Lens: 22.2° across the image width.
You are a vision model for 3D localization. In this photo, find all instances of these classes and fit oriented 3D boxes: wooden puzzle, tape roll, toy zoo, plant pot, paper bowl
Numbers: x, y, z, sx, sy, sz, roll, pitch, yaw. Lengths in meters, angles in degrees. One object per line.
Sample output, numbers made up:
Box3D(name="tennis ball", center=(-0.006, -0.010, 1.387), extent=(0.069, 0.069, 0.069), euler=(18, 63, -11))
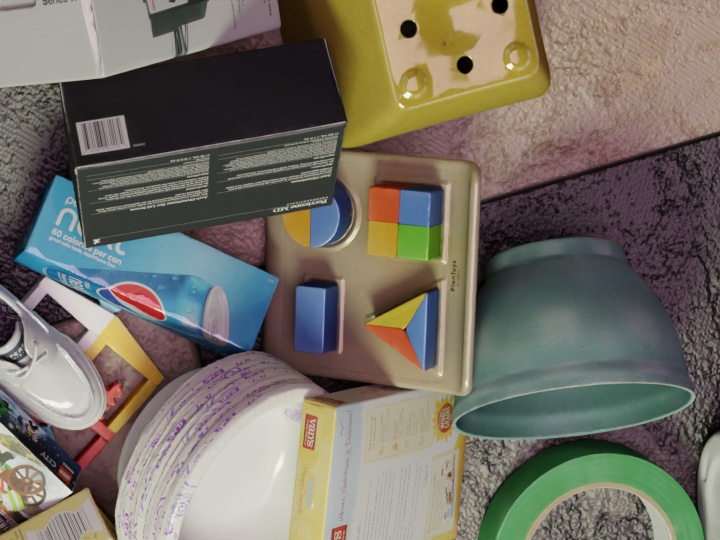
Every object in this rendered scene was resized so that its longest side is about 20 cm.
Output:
Box3D(name="wooden puzzle", center=(0.000, 0.000, 1.462), extent=(0.198, 0.046, 0.187), euler=(7, 101, 28))
Box3D(name="tape roll", center=(0.202, 0.252, 1.611), extent=(0.198, 0.048, 0.203), euler=(-2, 100, -12))
Box3D(name="toy zoo", center=(-0.253, 0.097, 1.496), extent=(0.131, 0.020, 0.200), euler=(42, 89, -15))
Box3D(name="plant pot", center=(0.046, -0.201, 1.419), extent=(0.194, 0.200, 0.196), euler=(-15, 103, -9))
Box3D(name="plant pot", center=(0.167, 0.052, 1.509), extent=(0.198, 0.200, 0.136), euler=(-2, 74, -12))
Box3D(name="paper bowl", center=(-0.114, 0.158, 1.467), extent=(0.200, 0.104, 0.202), euler=(-32, 138, -34))

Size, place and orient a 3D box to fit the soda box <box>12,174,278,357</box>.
Box3D(name="soda box", center=(-0.171, -0.001, 1.467), extent=(0.199, 0.064, 0.068), euler=(25, 76, -15))

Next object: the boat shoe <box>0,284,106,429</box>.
Box3D(name="boat shoe", center=(-0.275, 0.053, 1.437), extent=(0.072, 0.069, 0.200), euler=(-39, 105, -4))

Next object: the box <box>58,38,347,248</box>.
Box3D(name="box", center=(-0.118, -0.093, 1.369), extent=(0.198, 0.141, 0.080), euler=(-10, 66, -10))

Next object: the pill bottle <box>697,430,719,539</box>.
Box3D(name="pill bottle", center=(0.408, 0.196, 1.612), extent=(0.198, 0.120, 0.121), euler=(-2, 100, -13))

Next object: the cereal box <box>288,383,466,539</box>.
Box3D(name="cereal box", center=(0.018, 0.165, 1.499), extent=(0.199, 0.039, 0.145), euler=(-5, 104, -54))

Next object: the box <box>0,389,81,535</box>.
Box3D(name="box", center=(-0.338, 0.135, 1.446), extent=(0.136, 0.038, 0.200), euler=(-37, 107, 20))

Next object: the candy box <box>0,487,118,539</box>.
Box3D(name="candy box", center=(-0.279, 0.262, 1.467), extent=(0.199, 0.056, 0.116), euler=(-28, 149, -5))

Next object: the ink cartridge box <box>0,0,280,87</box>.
Box3D(name="ink cartridge box", center=(-0.178, -0.195, 1.350), extent=(0.199, 0.146, 0.084), euler=(-24, 108, -48))
